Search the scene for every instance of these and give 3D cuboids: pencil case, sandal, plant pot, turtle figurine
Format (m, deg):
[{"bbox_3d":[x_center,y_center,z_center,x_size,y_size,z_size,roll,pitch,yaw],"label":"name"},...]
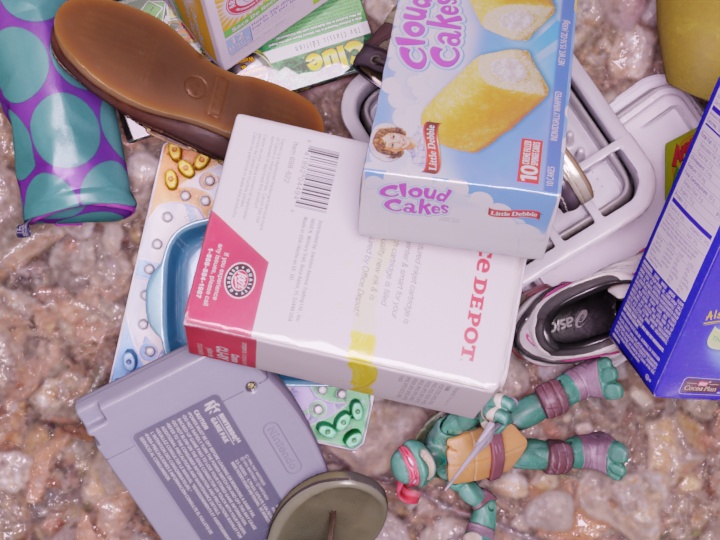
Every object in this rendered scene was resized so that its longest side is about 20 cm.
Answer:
[{"bbox_3d":[-0.223,-0.129,0.879,0.085,0.092,0.201,-14,91,-43],"label":"pencil case"},{"bbox_3d":[-0.045,0.226,0.885,0.080,0.057,0.201,27,109,-28],"label":"sandal"},{"bbox_3d":[0.293,-0.186,0.883,0.199,0.200,0.143,16,107,-5],"label":"plant pot"},{"bbox_3d":[0.097,0.134,0.901,0.199,0.101,0.150,-16,129,-17],"label":"turtle figurine"}]

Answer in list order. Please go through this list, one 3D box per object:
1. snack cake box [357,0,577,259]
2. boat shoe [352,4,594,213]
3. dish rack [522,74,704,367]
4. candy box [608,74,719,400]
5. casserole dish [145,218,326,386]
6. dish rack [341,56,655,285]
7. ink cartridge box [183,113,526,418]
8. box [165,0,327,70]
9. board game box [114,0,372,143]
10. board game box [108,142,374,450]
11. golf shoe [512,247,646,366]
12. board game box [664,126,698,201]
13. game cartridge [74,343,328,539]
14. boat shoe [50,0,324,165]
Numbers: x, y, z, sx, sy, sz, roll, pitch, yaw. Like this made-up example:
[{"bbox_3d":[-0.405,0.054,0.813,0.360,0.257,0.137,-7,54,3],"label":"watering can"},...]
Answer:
[{"bbox_3d":[0.070,-0.111,0.763,0.114,0.067,0.201,8,56,3],"label":"snack cake box"},{"bbox_3d":[0.074,-0.102,0.845,0.065,0.072,0.200,-44,71,0],"label":"boat shoe"},{"bbox_3d":[0.211,-0.036,0.939,0.200,0.044,0.172,-36,95,-2],"label":"dish rack"},{"bbox_3d":[0.276,-0.016,0.790,0.168,0.077,0.201,5,120,-23],"label":"candy box"},{"bbox_3d":[-0.054,0.022,0.894,0.199,0.039,0.122,0,91,-5],"label":"casserole dish"},{"bbox_3d":[0.099,-0.087,0.903,0.171,0.044,0.201,-31,75,-1],"label":"dish rack"},{"bbox_3d":[0.000,0.000,0.794,0.199,0.083,0.146,13,70,-1],"label":"ink cartridge box"},{"bbox_3d":[-0.052,-0.252,0.858,0.200,0.113,0.102,-37,75,-8],"label":"box"},{"bbox_3d":[-0.094,-0.174,0.920,0.199,0.023,0.105,-17,91,-4],"label":"board game box"},{"bbox_3d":[-0.072,0.019,0.924,0.199,0.026,0.201,13,89,-5],"label":"board game box"},{"bbox_3d":[0.204,0.022,0.874,0.199,0.092,0.073,-22,92,-5],"label":"golf shoe"},{"bbox_3d":[0.332,-0.065,0.889,0.199,0.102,0.048,12,71,-22],"label":"board game box"},{"bbox_3d":[-0.097,0.137,0.876,0.133,0.042,0.201,-28,122,-4],"label":"game cartridge"},{"bbox_3d":[-0.126,-0.117,0.858,0.199,0.070,0.071,28,62,-15],"label":"boat shoe"}]
